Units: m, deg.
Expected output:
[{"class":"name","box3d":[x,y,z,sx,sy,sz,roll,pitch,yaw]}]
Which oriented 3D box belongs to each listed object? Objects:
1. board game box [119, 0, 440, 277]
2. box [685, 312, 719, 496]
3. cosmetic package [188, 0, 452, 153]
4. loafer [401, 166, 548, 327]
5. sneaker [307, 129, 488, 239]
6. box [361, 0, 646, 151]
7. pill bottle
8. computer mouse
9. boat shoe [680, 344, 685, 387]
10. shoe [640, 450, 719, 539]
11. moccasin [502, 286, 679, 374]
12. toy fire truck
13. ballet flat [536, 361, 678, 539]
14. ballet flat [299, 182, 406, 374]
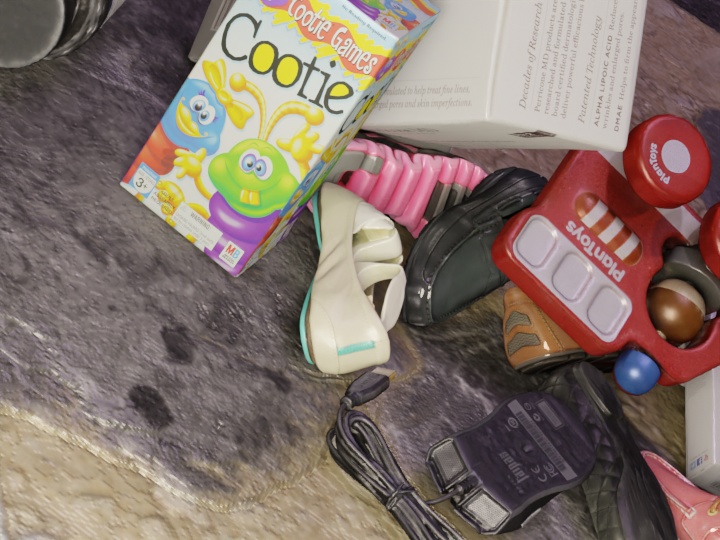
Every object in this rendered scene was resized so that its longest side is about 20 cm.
[{"class":"board game box","box3d":[-0.053,-0.114,1.233,0.105,0.201,0.103,37,25,4]},{"class":"box","box3d":[0.317,0.104,1.466,0.144,0.036,0.201,29,47,-22]},{"class":"cosmetic package","box3d":[-0.019,-0.159,1.454,0.199,0.091,0.107,25,-2,-27]},{"class":"loafer","box3d":[0.094,-0.018,1.368,0.070,0.069,0.200,15,34,27]},{"class":"sneaker","box3d":[0.019,-0.074,1.425,0.199,0.079,0.095,17,16,-41]},{"class":"box","box3d":[0.094,-0.192,1.334,0.130,0.202,0.198,9,-1,-33]},{"class":"pill bottle","box3d":[-0.216,-0.212,1.292,0.111,0.112,0.200,34,26,-6]},{"class":"computer mouse","box3d":[0.058,0.114,1.180,0.141,0.046,0.200,47,38,11]},{"class":"boat shoe","box3d":[0.311,0.066,1.561,0.199,0.066,0.072,21,29,-31]},{"class":"shoe","box3d":[0.262,0.178,1.277,0.200,0.091,0.071,49,27,23]},{"class":"moccasin","box3d":[0.177,0.037,1.424,0.200,0.073,0.078,0,72,-41]},{"class":"toy fire truck","box3d":[0.202,-0.002,1.352,0.200,0.112,0.168,44,63,-12]},{"class":"ballet flat","box3d":[0.168,0.149,1.269,0.066,0.057,0.201,26,33,-37]},{"class":"ballet flat","box3d":[0.000,0.000,1.261,0.069,0.070,0.201,29,31,-17]}]
